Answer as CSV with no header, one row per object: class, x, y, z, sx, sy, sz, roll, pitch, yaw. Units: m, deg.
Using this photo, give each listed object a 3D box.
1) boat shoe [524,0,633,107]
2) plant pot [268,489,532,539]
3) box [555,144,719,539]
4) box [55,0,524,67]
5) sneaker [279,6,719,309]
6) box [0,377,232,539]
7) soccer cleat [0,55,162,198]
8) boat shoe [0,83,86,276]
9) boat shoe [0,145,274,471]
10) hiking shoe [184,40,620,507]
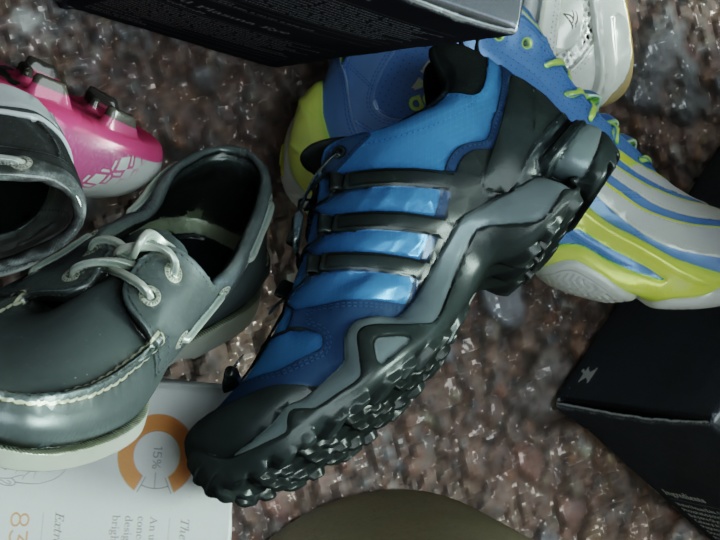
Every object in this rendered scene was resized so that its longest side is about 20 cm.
boat shoe,0.058,-0.157,0.846,0.069,0.071,0.200,-18,101,-28
plant pot,0.055,0.186,0.781,0.187,0.200,0.188,-1,91,-27
box,0.228,0.040,0.914,0.197,0.124,0.200,40,73,-21
box,-0.013,-0.184,0.746,0.104,0.182,0.200,14,85,-27
sneaker,0.073,-0.052,0.814,0.200,0.076,0.105,12,105,-5
box,-0.154,0.092,0.725,0.200,0.097,0.125,7,87,-27
soccer cleat,-0.171,-0.047,0.738,0.200,0.070,0.086,18,99,-25
boat shoe,-0.187,-0.010,0.670,0.199,0.068,0.074,-7,121,-18
boat shoe,-0.083,0.006,0.697,0.200,0.073,0.062,-37,150,-63
hiking shoe,0.000,0.000,0.740,0.087,0.074,0.200,42,63,10
